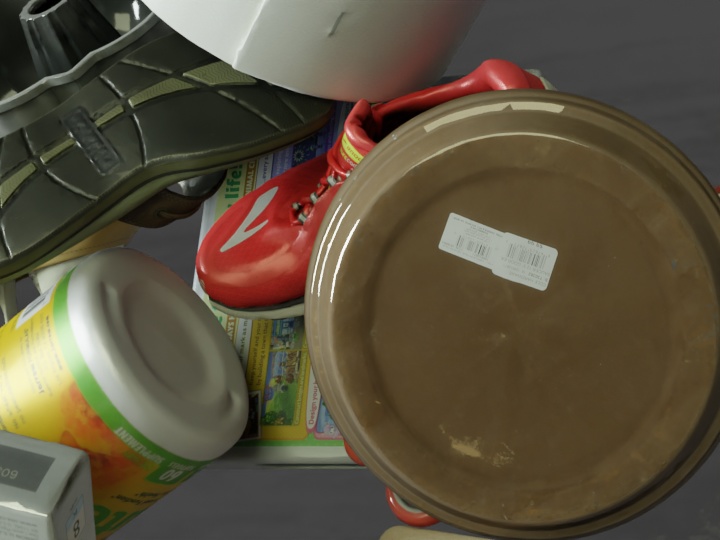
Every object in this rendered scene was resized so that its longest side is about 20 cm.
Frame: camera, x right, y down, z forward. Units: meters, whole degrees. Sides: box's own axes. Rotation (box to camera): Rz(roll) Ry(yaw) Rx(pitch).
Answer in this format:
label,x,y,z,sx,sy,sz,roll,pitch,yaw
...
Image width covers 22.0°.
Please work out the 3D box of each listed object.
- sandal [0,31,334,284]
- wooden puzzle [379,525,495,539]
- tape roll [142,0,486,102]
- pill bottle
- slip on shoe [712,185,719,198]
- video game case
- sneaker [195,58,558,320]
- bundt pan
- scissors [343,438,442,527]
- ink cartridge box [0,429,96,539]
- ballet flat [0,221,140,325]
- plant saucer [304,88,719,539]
label,x,y,z,sx,sy,sz,roll,pitch,yaw
sandal,-0.107,-0.051,0.867,0.199,0.058,0.080,-26,59,-8
wooden puzzle,0.046,0.200,0.765,0.199,0.046,0.186,-2,48,44
tape roll,-0.027,-0.174,0.900,0.203,0.201,0.071,58,133,30
pill bottle,-0.159,0.088,0.894,0.199,0.111,0.112,-37,58,23
slip on shoe,0.113,-0.016,0.838,0.198,0.074,0.062,-15,60,9
video game case,0.000,0.000,0.921,0.180,0.022,0.202,-2,69,23
sneaker,0.001,-0.046,0.876,0.198,0.085,0.078,-27,60,12
bundt pan,-0.147,-0.110,0.968,0.200,0.076,0.203,-19,32,13
scissors,0.083,0.046,0.844,0.199,0.014,0.074,-33,57,9
ink cartridge box,-0.200,0.149,0.853,0.158,0.202,0.047,12,41,11
ballet flat,-0.182,0.002,0.988,0.198,0.069,0.064,-21,90,18
plant saucer,0.070,0.024,0.796,0.198,0.029,0.203,2,101,12
